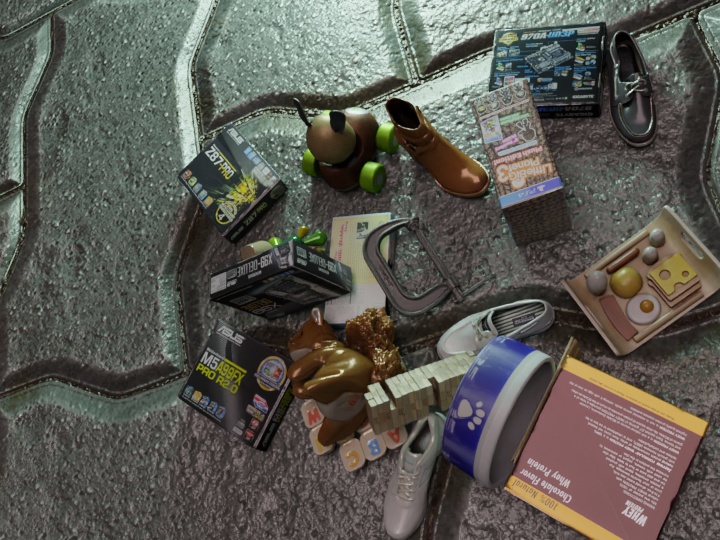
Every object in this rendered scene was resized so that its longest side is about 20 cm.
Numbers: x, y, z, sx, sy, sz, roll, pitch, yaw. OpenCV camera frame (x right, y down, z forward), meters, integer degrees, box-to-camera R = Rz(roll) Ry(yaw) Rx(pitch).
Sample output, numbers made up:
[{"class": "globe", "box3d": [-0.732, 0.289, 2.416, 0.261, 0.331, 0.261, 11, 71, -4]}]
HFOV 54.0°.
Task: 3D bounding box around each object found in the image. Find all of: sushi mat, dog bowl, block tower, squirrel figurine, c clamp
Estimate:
[{"class": "sushi mat", "box3d": [0.275, 0.197, 1.035, 0.012, 0.096, 0.203, 25, 81, 28]}, {"class": "dog bowl", "box3d": [0.199, 0.200, 1.007, 0.078, 0.200, 0.203, 25, 81, 30]}, {"class": "block tower", "box3d": [0.103, 0.183, 1.082, 0.196, 0.059, 0.054, -16, 27, -13]}, {"class": "squirrel figurine", "box3d": [-0.028, 0.144, 1.160, 0.197, 0.143, 0.188, -25, 40, -5]}, {"class": "c clamp", "box3d": [0.104, -0.014, 1.207, 0.170, 0.027, 0.201, -37, 73, -2]}]

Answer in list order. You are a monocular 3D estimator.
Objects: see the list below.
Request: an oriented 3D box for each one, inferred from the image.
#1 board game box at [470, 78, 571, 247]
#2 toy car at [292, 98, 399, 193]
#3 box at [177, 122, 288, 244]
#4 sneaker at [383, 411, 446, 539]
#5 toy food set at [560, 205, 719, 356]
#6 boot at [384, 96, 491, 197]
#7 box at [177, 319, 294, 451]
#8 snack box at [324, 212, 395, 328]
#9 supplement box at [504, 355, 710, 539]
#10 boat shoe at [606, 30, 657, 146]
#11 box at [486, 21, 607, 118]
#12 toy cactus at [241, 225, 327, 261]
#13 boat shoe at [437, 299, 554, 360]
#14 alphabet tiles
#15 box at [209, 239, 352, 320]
[{"class": "board game box", "box3d": [0.260, -0.169, 1.140, 0.095, 0.159, 0.204, -18, 66, 15]}, {"class": "toy car", "box3d": [-0.043, -0.250, 1.271, 0.162, 0.200, 0.161, 17, 78, 26]}, {"class": "box", "box3d": [-0.258, -0.177, 1.421, 0.161, 0.049, 0.201, -42, 61, 0]}, {"class": "sneaker", "box3d": [0.077, 0.311, 1.087, 0.069, 0.080, 0.204, 15, 79, 24]}, {"class": "toy food set", "box3d": [0.423, 0.014, 1.061, 0.199, 0.060, 0.145, -36, 61, 7]}, {"class": "boot", "box3d": [0.130, -0.215, 1.212, 0.077, 0.155, 0.200, -45, 61, 0]}, {"class": "box", "box3d": [-0.213, 0.202, 1.265, 0.197, 0.044, 0.162, 25, 82, 28]}, {"class": "snack box", "box3d": [0.000, 0.000, 1.255, 0.114, 0.037, 0.204, -3, 71, 20]}, {"class": "supplement box", "box3d": [0.334, 0.262, 0.966, 0.195, 0.133, 0.203, 25, 81, 28]}, {"class": "boat shoe", "box3d": [0.444, -0.303, 1.167, 0.071, 0.063, 0.204, -10, 68, 18]}, {"class": "box", "box3d": [0.326, -0.349, 1.242, 0.196, 0.046, 0.162, 3, 72, 23]}, {"class": "toy cactus", "box3d": [-0.158, -0.020, 1.265, 0.196, 0.164, 0.105, -8, 88, 24]}, {"class": "boat shoe", "box3d": [0.207, 0.088, 1.120, 0.197, 0.067, 0.075, -26, 63, 12]}, {"class": "alphabet tiles", "box3d": [-0.005, 0.221, 1.176, 0.198, 0.015, 0.198, -30, 56, 10]}, {"class": "box", "box3d": [-0.136, 0.022, 1.208, 0.197, 0.157, 0.051, -19, 62, 32]}]
